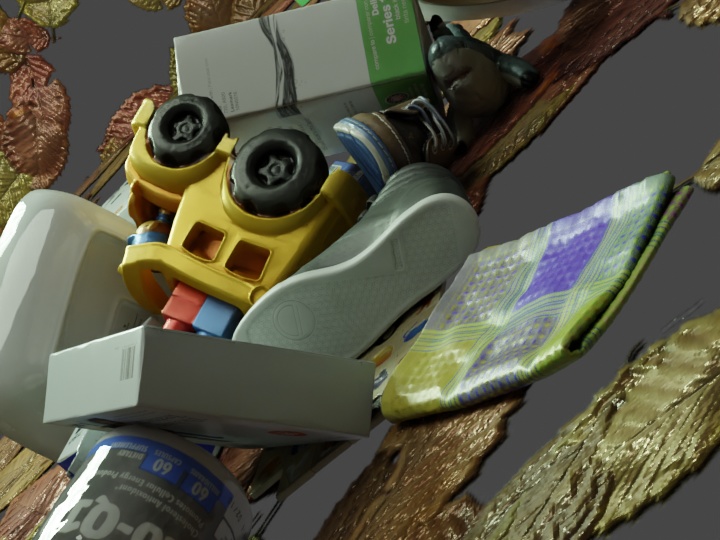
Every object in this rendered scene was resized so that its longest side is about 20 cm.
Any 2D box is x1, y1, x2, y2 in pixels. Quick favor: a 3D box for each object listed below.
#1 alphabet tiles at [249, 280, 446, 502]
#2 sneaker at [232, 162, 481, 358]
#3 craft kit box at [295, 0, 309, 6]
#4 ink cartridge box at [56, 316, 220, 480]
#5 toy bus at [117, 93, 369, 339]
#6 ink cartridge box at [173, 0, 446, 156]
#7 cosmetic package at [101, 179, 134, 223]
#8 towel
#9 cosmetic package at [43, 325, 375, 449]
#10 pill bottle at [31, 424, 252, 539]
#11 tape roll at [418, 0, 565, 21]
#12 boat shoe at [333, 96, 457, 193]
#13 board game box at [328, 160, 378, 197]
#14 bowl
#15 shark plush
[{"bbox_3d":[-0.005,0.070,1.144,0.166,0.006,0.200,-40,16,24],"label":"alphabet tiles"},{"bbox_3d":[0.000,0.000,1.174,0.199,0.071,0.099,-35,15,18],"label":"sneaker"},{"bbox_3d":[-0.012,-0.530,2.707,0.199,0.049,0.198,-32,18,46],"label":"craft kit box"},{"bbox_3d":[-0.154,0.125,1.235,0.039,0.099,0.200,-39,15,28],"label":"ink cartridge box"},{"bbox_3d":[-0.110,-0.008,1.271,0.193,0.199,0.136,-59,-25,-18],"label":"toy bus"},{"bbox_3d":[-0.039,-0.150,1.393,0.198,0.085,0.146,-12,-14,7],"label":"ink cartridge box"},{"bbox_3d":[-0.311,-0.085,2.354,0.083,0.051,0.200,-48,14,0],"label":"cosmetic package"},{"bbox_3d":[0.092,0.018,0.970,0.144,0.023,0.200,-54,15,-28],"label":"towel"},{"bbox_3d":[-0.100,0.078,1.080,0.200,0.149,0.052,163,112,-64],"label":"cosmetic package"},{"bbox_3d":[-0.153,0.198,1.004,0.113,0.114,0.201,-31,21,45],"label":"pill bottle"},{"bbox_3d":[0.089,-0.259,1.378,0.202,0.200,0.072,165,102,-64],"label":"tape roll"},{"bbox_3d":[0.030,-0.096,1.279,0.072,0.073,0.200,-36,-2,2],"label":"boat shoe"},{"bbox_3d":[-0.059,-0.005,1.439,0.200,0.034,0.135,-49,14,-4],"label":"board game box"},{"bbox_3d":[-0.201,0.051,1.346,0.074,0.199,0.202,-6,61,44],"label":"bowl"},{"bbox_3d":[0.089,-0.179,1.384,0.091,0.083,0.200,-39,16,26],"label":"shark plush"}]
